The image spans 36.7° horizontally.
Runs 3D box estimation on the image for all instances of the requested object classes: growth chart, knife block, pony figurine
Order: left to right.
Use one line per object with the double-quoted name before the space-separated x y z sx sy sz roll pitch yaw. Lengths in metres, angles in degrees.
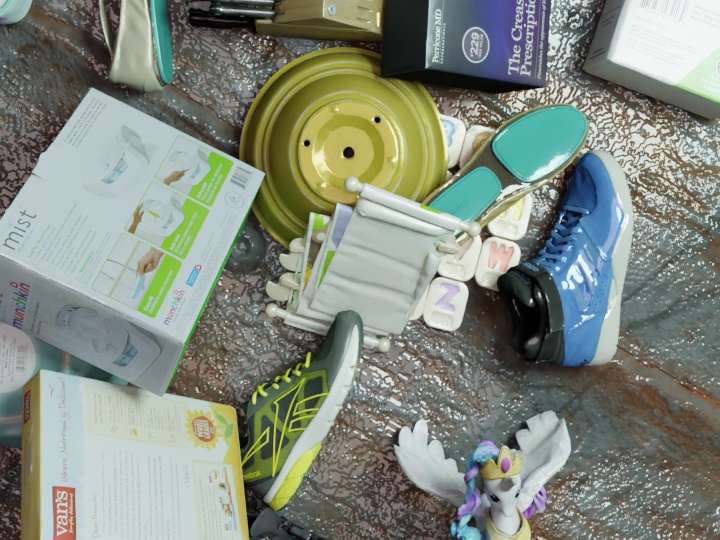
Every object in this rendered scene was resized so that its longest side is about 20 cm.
"knife block" -0.064 -0.250 0.999 0.174 0.198 0.065 7 95 40
"growth chart" 0.000 0.000 0.973 0.143 0.018 0.201 24 132 -10
"pony figurine" 0.125 0.217 0.975 0.164 0.193 0.203 -11 106 -2

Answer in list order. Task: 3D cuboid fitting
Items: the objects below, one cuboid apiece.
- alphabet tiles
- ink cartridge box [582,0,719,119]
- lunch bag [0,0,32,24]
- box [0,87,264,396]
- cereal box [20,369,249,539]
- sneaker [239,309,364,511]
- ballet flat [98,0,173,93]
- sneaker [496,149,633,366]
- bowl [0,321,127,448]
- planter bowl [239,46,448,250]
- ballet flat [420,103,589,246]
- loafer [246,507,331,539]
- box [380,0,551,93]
"alphabet tiles" 0.061 -0.050 1.034 0.197 0.015 0.199 15 91 -5
"ink cartridge box" 0.313 -0.262 1.010 0.143 0.084 0.203 19 91 -6
"lunch bag" -0.376 -0.302 0.953 0.196 0.077 0.163 12 92 -5
"box" -0.199 -0.029 0.920 0.174 0.097 0.202 24 50 -6
"cereal box" -0.187 0.171 0.915 0.198 0.039 0.146 18 51 -38
"sneaker" -0.062 0.122 0.996 0.084 0.074 0.202 26 98 0
"ballet flat" -0.205 -0.263 0.979 0.068 0.069 0.204 1 93 -5
"sneaker" 0.185 -0.011 1.008 0.109 0.077 0.204 0 99 -22
"bowl" -0.304 0.067 0.964 0.197 0.105 0.205 0 92 -6
"planter bowl" -0.012 -0.104 0.977 0.196 0.083 0.204 0 93 -4
"ballet flat" 0.124 -0.085 1.001 0.199 0.063 0.069 -35 82 -14
"loafer" -0.104 0.242 0.989 0.196 0.072 0.064 3 92 13
"box" 0.098 -0.269 0.970 0.139 0.079 0.204 1 93 -30
